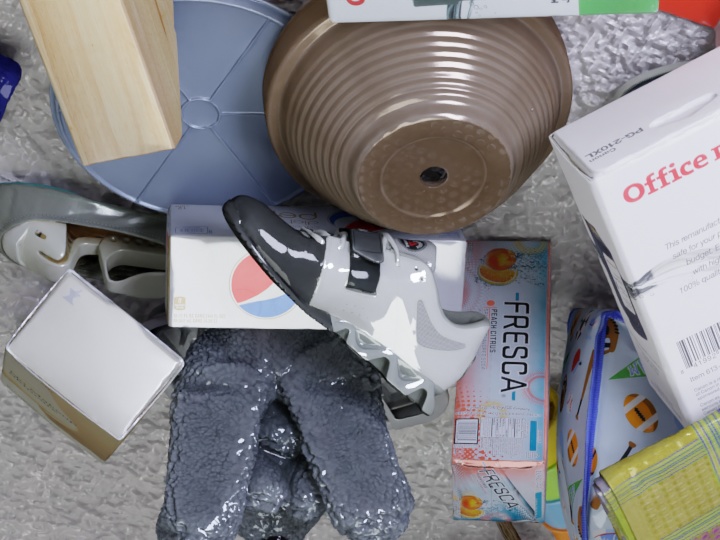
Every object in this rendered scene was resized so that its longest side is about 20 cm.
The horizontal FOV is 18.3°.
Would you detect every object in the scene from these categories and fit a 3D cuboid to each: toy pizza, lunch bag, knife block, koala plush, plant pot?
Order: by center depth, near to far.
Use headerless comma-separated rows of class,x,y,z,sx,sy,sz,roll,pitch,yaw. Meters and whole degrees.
knife block,-0.171,-0.181,1.316,0.064,0.201,0.176,-10,163,17
plant pot,0.039,-0.089,1.412,0.200,0.093,0.202,-3,135,-3
toy pizza,-0.104,-0.113,1.471,0.199,0.032,0.201,1,136,1
lunch bag,0.193,0.131,1.527,0.123,0.201,0.170,9,178,1
koala plush,-0.060,0.132,1.592,0.176,0.185,0.200,-4,157,-5

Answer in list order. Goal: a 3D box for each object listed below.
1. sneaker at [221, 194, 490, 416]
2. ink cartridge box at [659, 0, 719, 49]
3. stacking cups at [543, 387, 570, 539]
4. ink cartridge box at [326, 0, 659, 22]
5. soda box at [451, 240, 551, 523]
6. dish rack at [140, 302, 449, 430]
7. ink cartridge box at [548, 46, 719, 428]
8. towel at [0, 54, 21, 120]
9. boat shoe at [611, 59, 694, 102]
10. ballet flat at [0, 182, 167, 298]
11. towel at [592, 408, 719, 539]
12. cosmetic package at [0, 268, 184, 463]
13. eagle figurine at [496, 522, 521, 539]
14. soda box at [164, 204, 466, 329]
sneaker,0.000,0.000,1.440,0.200,0.074,0.089,39,95,-23
ink cartridge box,0.258,-0.200,1.332,0.173,0.044,0.200,16,135,-12
stacking cups,0.154,0.165,1.715,0.060,0.061,0.200,-12,138,18
ink cartridge box,0.072,-0.225,1.295,0.199,0.083,0.147,-1,132,9
soda box,0.097,0.073,1.516,0.063,0.201,0.069,2,137,5
dish rack,-0.049,0.060,1.635,0.199,0.044,0.172,-16,132,22
ink cartridge box,0.221,-0.022,1.366,0.144,0.084,0.201,-27,118,-3
towel,-0.337,-0.127,1.482,0.199,0.050,0.148,24,126,-17
boat shoe,0.260,-0.084,1.434,0.199,0.062,0.075,9,135,-2
ballet flat,-0.187,-0.016,1.560,0.199,0.064,0.068,9,136,-2
towel,0.241,0.117,1.390,0.199,0.023,0.144,-31,139,0
cosmetic package,-0.190,0.070,1.555,0.105,0.071,0.200,39,167,-1
eagle figurine,0.090,0.304,1.811,0.150,0.152,0.200,19,133,-41
soda box,-0.031,-0.002,1.503,0.199,0.064,0.069,1,111,-5
